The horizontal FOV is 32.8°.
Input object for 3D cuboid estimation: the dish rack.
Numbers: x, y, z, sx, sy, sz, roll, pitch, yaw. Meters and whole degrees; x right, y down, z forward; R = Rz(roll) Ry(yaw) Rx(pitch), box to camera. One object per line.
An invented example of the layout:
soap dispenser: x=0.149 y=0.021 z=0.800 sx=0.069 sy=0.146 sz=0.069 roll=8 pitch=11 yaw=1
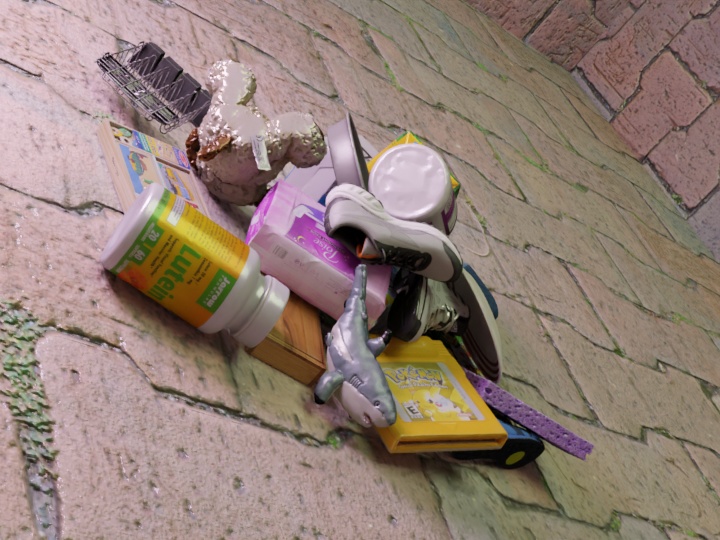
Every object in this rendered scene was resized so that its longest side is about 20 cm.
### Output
dish rack: x=-0.296 y=-0.256 z=1.744 sx=0.153 sy=0.055 sz=0.200 roll=41 pitch=24 yaw=1

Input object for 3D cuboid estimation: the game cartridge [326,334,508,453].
game cartridge: x=0.071 y=0.151 z=1.554 sx=0.175 sy=0.033 sz=0.200 roll=3 pitch=36 yaw=-33

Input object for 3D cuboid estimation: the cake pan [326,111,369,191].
cake pan: x=-0.006 y=-0.116 z=1.685 sx=0.200 sy=0.036 sz=0.202 roll=-15 pitch=90 yaw=-85

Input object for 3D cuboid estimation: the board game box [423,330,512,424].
board game box: x=0.150 y=0.152 z=1.783 sx=0.104 sy=0.024 sz=0.201 roll=22 pitch=29 yaw=-36

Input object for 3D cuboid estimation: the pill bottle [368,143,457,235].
pill bottle: x=0.076 y=-0.090 z=1.681 sx=0.112 sy=0.112 sz=0.200 roll=49 pitch=-4 yaw=17

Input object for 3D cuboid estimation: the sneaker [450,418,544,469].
sneaker: x=0.175 y=0.216 z=1.646 sx=0.199 sy=0.066 sz=0.079 roll=18 pitch=33 yaw=-44

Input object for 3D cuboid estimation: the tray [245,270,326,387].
tray: x=-0.098 y=0.051 z=1.535 sx=0.098 sy=0.037 sz=0.201 roll=31 pitch=26 yaw=-25

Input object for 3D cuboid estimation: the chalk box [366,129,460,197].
chalk box: x=0.062 y=-0.099 z=1.902 sx=0.125 sy=0.124 sz=0.200 roll=47 pitch=-17 yaw=12

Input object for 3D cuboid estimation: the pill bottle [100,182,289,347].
pill bottle: x=-0.183 y=0.000 z=1.385 sx=0.199 sy=0.111 sz=0.111 roll=35 pitch=23 yaw=-16

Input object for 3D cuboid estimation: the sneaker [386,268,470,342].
sneaker: x=0.103 y=0.055 z=1.643 sx=0.115 sy=0.076 sz=0.201 roll=35 pitch=23 yaw=-11

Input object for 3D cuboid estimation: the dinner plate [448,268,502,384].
dinner plate: x=0.161 y=0.065 z=1.738 sx=0.200 sy=0.024 sz=0.202 roll=156 pitch=-90 yaw=-81

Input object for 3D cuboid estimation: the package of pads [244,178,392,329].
package of pads: x=-0.051 y=-0.018 z=1.569 sx=0.199 sy=0.076 sz=0.121 roll=33 pitch=34 yaw=-14

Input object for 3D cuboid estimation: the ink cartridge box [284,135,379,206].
ink cartridge box: x=-0.035 y=-0.144 z=1.888 sx=0.067 sy=0.116 sz=0.200 roll=45 pitch=22 yaw=13

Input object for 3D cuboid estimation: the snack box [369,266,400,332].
snack box: x=0.000 y=0.000 z=1.748 sx=0.169 sy=0.068 sz=0.200 roll=48 pitch=25 yaw=12

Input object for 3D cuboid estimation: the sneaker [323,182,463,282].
sneaker: x=0.038 y=-0.030 z=1.552 sx=0.199 sy=0.074 sz=0.080 roll=26 pitch=47 yaw=-12

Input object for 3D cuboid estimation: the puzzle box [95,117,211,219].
puzzle box: x=-0.258 y=-0.106 z=1.568 sx=0.132 sy=0.025 sz=0.201 roll=22 pitch=29 yaw=-42

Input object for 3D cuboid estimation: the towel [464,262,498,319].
towel: x=0.145 y=0.038 z=1.944 sx=0.112 sy=0.049 sz=0.199 roll=52 pitch=24 yaw=22

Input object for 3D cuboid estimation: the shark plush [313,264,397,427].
shark plush: x=0.008 y=0.096 z=1.478 sx=0.091 sy=0.083 sz=0.202 roll=44 pitch=42 yaw=-44

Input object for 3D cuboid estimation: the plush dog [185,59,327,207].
plush dog: x=-0.163 y=-0.152 z=1.641 sx=0.199 sy=0.172 sz=0.161 roll=36 pitch=59 yaw=9

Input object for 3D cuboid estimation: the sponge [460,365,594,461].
sponge: x=0.220 y=0.196 z=1.691 sx=0.199 sy=0.030 sz=0.111 roll=32 pitch=-4 yaw=-23
